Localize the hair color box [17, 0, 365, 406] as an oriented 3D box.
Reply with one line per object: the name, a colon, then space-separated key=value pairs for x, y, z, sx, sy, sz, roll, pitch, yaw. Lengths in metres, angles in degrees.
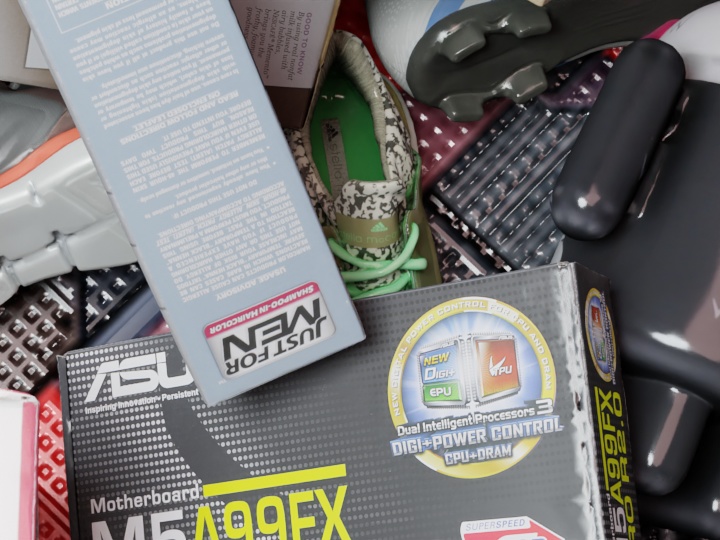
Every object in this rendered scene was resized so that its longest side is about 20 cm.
hair color box: x=-0.066 y=-0.067 z=0.715 sx=0.060 sy=0.099 sz=0.200 roll=-23 pitch=122 yaw=-2

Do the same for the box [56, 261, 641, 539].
box: x=-0.004 y=0.093 z=0.762 sx=0.199 sy=0.044 sz=0.161 roll=-10 pitch=79 yaw=23

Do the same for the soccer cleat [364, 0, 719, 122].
soccer cleat: x=0.094 y=-0.123 z=0.878 sx=0.199 sy=0.070 sz=0.086 roll=-16 pitch=51 yaw=-18

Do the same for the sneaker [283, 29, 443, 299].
sneaker: x=0.000 y=0.000 z=0.822 sx=0.077 sy=0.089 sz=0.201 roll=-14 pitch=71 yaw=-6

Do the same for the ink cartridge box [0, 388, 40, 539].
ink cartridge box: x=-0.148 y=0.125 z=0.733 sx=0.082 sy=0.200 sz=0.147 roll=1 pitch=77 yaw=-8

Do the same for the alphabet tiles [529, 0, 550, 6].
alphabet tiles: x=0.024 y=-0.158 z=0.827 sx=0.166 sy=0.006 sz=0.200 roll=31 pitch=36 yaw=15

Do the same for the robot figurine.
robot figurine: x=0.138 y=-0.004 z=0.823 sx=0.124 sy=0.150 sz=0.201 roll=22 pitch=76 yaw=14

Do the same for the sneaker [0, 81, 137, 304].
sneaker: x=-0.154 y=-0.030 z=0.846 sx=0.199 sy=0.077 sz=0.082 roll=-12 pitch=47 yaw=-1

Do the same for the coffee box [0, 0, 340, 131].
coffee box: x=-0.115 y=-0.119 z=0.798 sx=0.199 sy=0.114 sz=0.080 roll=9 pitch=112 yaw=-19
